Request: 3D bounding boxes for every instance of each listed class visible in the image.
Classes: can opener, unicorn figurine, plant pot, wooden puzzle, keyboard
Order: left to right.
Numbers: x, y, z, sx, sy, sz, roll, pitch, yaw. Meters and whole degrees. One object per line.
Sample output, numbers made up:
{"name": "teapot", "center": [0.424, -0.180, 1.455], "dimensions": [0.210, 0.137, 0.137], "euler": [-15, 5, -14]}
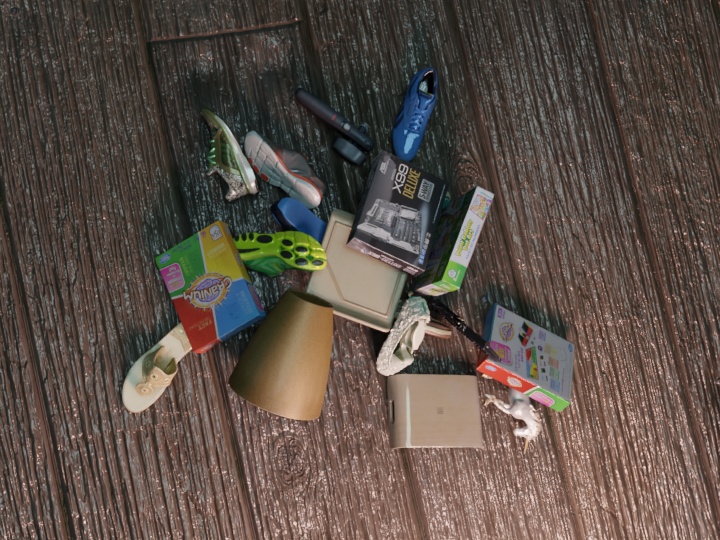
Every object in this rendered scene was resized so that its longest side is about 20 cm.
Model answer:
{"name": "plant pot", "center": [-0.127, 0.145, 1.537], "dimensions": [0.183, 0.186, 0.203], "euler": [20, 98, -9]}
{"name": "can opener", "center": [-0.053, -0.304, 1.693], "dimensions": [0.199, 0.063, 0.079], "euler": [41, 78, -5]}
{"name": "wooden puzzle", "center": [0.000, 0.000, 1.631], "dimensions": [0.182, 0.037, 0.203], "euler": [20, 76, -7]}
{"name": "keyboard", "center": [0.191, 0.106, 1.619], "dimensions": [0.021, 0.200, 0.127], "euler": [-45, 128, -3]}
{"name": "unicorn figurine", "center": [0.316, 0.263, 1.703], "dimensions": [0.135, 0.074, 0.204], "euler": [16, 75, -21]}

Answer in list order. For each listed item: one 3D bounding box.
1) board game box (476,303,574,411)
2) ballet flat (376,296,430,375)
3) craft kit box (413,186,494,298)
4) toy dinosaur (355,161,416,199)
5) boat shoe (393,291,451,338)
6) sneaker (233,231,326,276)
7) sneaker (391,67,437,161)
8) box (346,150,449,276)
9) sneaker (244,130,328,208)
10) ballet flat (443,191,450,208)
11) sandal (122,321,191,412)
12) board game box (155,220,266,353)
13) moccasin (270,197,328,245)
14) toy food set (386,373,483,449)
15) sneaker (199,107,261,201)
{"name": "board game box", "center": [0.341, 0.176, 1.694], "dimensions": [0.198, 0.040, 0.154], "euler": [27, 48, -8]}
{"name": "ballet flat", "center": [0.084, 0.143, 1.615], "dimensions": [0.070, 0.072, 0.202], "euler": [13, 123, -10]}
{"name": "craft kit box", "center": [0.182, -0.051, 1.647], "dimensions": [0.048, 0.200, 0.201], "euler": [21, 79, -9]}
{"name": "toy dinosaur", "center": [0.037, -0.173, 1.687], "dimensions": [0.201, 0.087, 0.048], "euler": [-52, 140, -29]}
{"name": "boat shoe", "center": [0.097, 0.078, 1.676], "dimensions": [0.199, 0.075, 0.076], "euler": [19, 84, -9]}
{"name": "sneaker", "center": [-0.156, -0.032, 1.611], "dimensions": [0.196, 0.084, 0.075], "euler": [7, 69, 15]}
{"name": "sneaker", "center": [0.115, -0.328, 1.726], "dimensions": [0.065, 0.078, 0.204], "euler": [18, 82, -11]}
{"name": "box", "center": [0.075, -0.112, 1.621], "dimensions": [0.156, 0.050, 0.203], "euler": [24, 68, -13]}
{"name": "sneaker", "center": [-0.148, -0.212, 1.671], "dimensions": [0.200, 0.077, 0.082], "euler": [44, 49, -7]}
{"name": "ballet flat", "center": [0.089, -0.138, 1.712], "dimensions": [0.197, 0.069, 0.071], "euler": [-16, 87, -15]}
{"name": "sandal", "center": [-0.377, 0.175, 1.566], "dimensions": [0.077, 0.070, 0.213], "euler": [40, 77, -5]}
{"name": "board game box", "center": [-0.284, 0.031, 1.569], "dimensions": [0.151, 0.040, 0.202], "euler": [-29, 77, 10]}
{"name": "moccasin", "center": [-0.100, -0.074, 1.651], "dimensions": [0.081, 0.068, 0.201], "euler": [-51, 119, -26]}
{"name": "toy food set", "center": [0.153, 0.289, 1.683], "dimensions": [0.196, 0.060, 0.146], "euler": [2, 72, -13]}
{"name": "sneaker", "center": [-0.276, -0.226, 1.635], "dimensions": [0.088, 0.077, 0.202], "euler": [-30, 88, -5]}
